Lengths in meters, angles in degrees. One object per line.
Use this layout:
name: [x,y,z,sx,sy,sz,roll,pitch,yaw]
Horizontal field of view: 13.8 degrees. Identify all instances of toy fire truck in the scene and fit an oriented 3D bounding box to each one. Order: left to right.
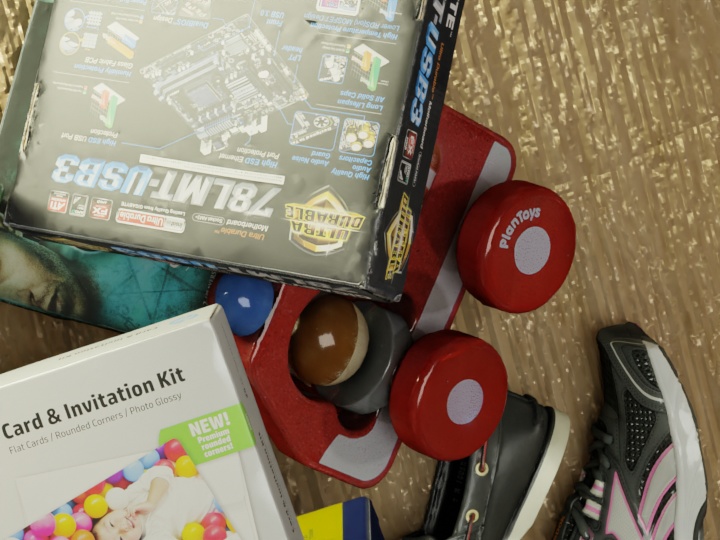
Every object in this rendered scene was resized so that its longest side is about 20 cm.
toy fire truck: [0.000,0.000,1.494,0.168,0.112,0.201,27,87,-41]

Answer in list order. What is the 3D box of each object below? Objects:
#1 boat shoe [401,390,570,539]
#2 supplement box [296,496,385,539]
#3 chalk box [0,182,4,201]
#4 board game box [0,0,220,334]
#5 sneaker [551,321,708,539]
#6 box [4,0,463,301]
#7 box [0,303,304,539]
boat shoe: [0.046,0.158,1.575,0.063,0.074,0.202,22,86,-14]
supplement box: [-0.070,0.211,1.485,0.199,0.110,0.109,-18,115,8]
chalk box: [-0.265,0.032,1.443,0.124,0.124,0.201,15,92,-16]
board game box: [-0.112,-0.070,1.489,0.134,0.028,0.201,14,85,7]
sneaker: [0.142,0.131,1.599,0.086,0.080,0.201,-10,93,-4]
box: [-0.056,-0.099,1.416,0.199,0.050,0.200,9,85,25]
box: [-0.106,0.134,1.386,0.155,0.041,0.201,-18,97,7]
